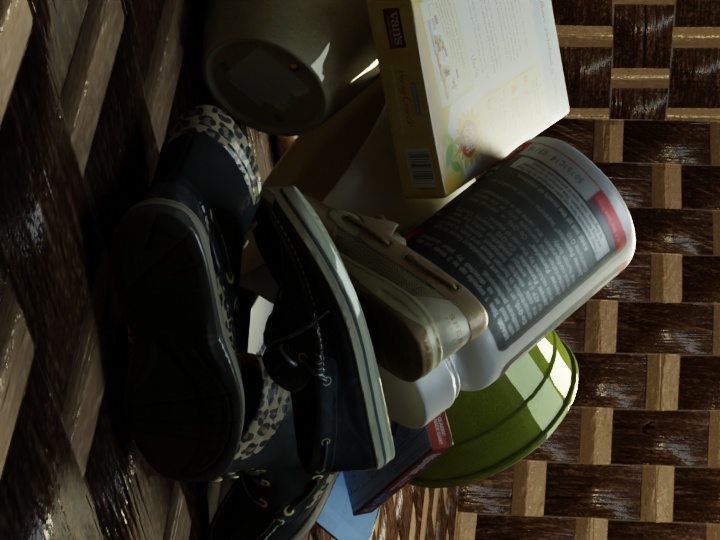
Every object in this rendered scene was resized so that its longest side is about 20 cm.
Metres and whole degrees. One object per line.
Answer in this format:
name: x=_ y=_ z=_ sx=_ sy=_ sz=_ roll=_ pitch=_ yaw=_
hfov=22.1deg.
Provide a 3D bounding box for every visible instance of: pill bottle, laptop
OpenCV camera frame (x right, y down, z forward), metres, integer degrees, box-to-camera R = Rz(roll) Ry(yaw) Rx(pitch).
pill bottle: x=0.081 y=0.008 z=1.256 sx=0.200 sy=0.114 sz=0.114 roll=-38 pitch=147 yaw=-22
laptop: x=-0.030 y=0.096 z=1.500 sx=0.187 sy=0.115 sz=0.201 roll=-69 pitch=166 yaw=-68

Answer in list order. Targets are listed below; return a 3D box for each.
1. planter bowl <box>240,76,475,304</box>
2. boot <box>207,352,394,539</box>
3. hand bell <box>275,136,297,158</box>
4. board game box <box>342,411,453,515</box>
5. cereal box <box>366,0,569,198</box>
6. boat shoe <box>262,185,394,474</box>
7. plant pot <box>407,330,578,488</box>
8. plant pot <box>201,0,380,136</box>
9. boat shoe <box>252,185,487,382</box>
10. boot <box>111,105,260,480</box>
planter bowl: x=0.013 y=-0.037 z=1.368 sx=0.200 sy=0.135 sz=0.200 roll=-48 pitch=-163 yaw=20
boot: x=-0.076 y=0.132 z=1.291 sx=0.150 sy=0.200 sz=0.073 roll=12 pitch=37 yaw=-52
hand bell: x=-0.035 y=-0.070 z=1.635 sx=0.200 sy=0.104 sz=0.105 roll=55 pitch=35 yaw=-55
board game box: x=0.018 y=0.110 z=1.377 sx=0.200 sy=0.019 sz=0.103 roll=129 pitch=-51 yaw=-64
cereal box: x=0.080 y=-0.149 z=1.299 sx=0.200 sy=0.039 sz=0.145 roll=-35 pitch=118 yaw=-52
boat shoe: x=-0.029 y=0.043 z=1.107 sx=0.075 sy=0.062 sz=0.201 roll=-121 pitch=-165 yaw=-57
plant pot: x=0.064 y=0.052 z=1.626 sx=0.193 sy=0.200 sz=0.201 roll=60 pitch=25 yaw=-31
plant pot: x=-0.034 y=-0.198 z=1.307 sx=0.188 sy=0.187 sz=0.200 roll=82 pitch=26 yaw=-49
boat shoe: x=0.000 y=0.000 z=1.175 sx=0.200 sy=0.064 sz=0.071 roll=40 pitch=-33 yaw=39
boot: x=-0.100 y=0.012 z=1.129 sx=0.151 sy=0.073 sz=0.201 roll=-78 pitch=164 yaw=-55
